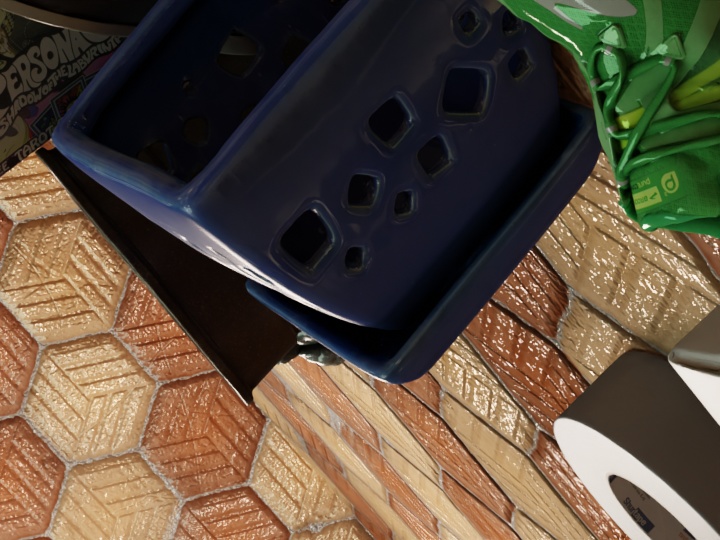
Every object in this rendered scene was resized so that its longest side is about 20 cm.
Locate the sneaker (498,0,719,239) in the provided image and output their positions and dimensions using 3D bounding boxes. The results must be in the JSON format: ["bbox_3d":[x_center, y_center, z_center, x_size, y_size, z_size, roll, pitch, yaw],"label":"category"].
[{"bbox_3d":[0.119,-0.060,0.624,0.200,0.084,0.074,38,157,-9],"label":"sneaker"}]

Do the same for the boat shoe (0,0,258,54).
[{"bbox_3d":[-0.132,-0.161,0.927,0.200,0.063,0.073,3,-161,-41],"label":"boat shoe"}]

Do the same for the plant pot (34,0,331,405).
[{"bbox_3d":[-0.059,-0.056,1.051,0.200,0.198,0.200,50,174,7],"label":"plant pot"}]

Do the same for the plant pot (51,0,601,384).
[{"bbox_3d":[-0.007,-0.069,0.869,0.180,0.200,0.200,45,171,-31],"label":"plant pot"}]

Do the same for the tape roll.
[{"bbox_3d":[0.217,0.145,1.093,0.200,0.066,0.200,45,170,10],"label":"tape roll"}]

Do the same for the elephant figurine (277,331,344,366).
[{"bbox_3d":[0.000,0.000,1.280,0.141,0.156,0.200,14,159,-33],"label":"elephant figurine"}]

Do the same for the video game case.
[{"bbox_3d":[-0.184,-0.161,0.968,0.036,0.200,0.182,34,153,32],"label":"video game case"}]

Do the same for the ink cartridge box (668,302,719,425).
[{"bbox_3d":[0.220,0.056,0.546,0.200,0.148,0.086,50,167,-11],"label":"ink cartridge box"}]
